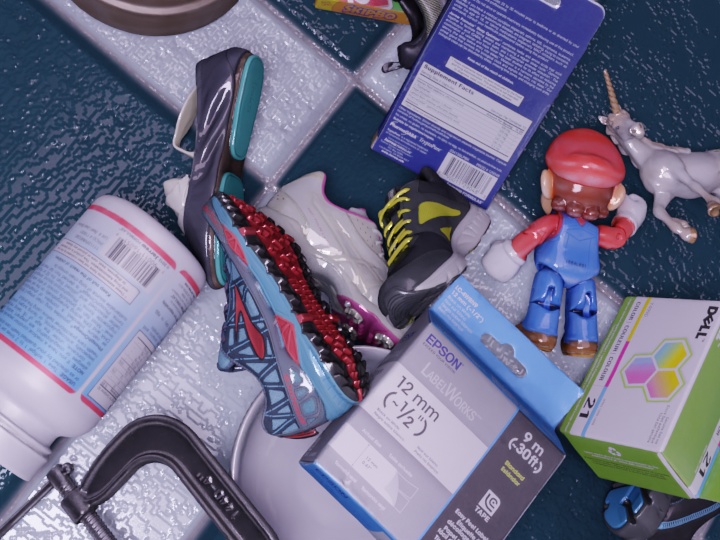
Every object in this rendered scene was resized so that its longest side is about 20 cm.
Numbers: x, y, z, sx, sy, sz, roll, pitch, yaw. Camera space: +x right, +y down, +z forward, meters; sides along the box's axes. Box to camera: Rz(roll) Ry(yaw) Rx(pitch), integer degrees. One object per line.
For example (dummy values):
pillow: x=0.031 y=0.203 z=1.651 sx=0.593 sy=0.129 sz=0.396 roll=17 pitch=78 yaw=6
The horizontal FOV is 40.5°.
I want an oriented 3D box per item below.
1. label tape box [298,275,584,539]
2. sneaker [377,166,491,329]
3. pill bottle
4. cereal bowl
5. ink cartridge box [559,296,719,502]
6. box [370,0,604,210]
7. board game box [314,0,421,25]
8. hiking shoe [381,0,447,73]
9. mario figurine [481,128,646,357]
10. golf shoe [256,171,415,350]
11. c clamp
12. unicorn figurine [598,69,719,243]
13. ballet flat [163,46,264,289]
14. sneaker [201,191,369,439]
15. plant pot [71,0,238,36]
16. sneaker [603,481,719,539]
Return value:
label tape box: x=0.072 y=0.116 z=0.729 sx=0.143 sy=0.066 sz=0.200 roll=43 pitch=74 yaw=-2
sneaker: x=0.042 y=-0.022 z=0.791 sx=0.085 sy=0.200 sz=0.074 roll=44 pitch=117 yaw=-2
pill bottle: x=-0.215 y=0.050 z=0.733 sx=0.108 sy=0.109 sz=0.201 roll=38 pitch=73 yaw=-4
cereal bowl: x=-0.009 y=0.162 z=0.775 sx=0.197 sy=0.083 sz=0.204 roll=3 pitch=79 yaw=-14
ink cartridge box: x=0.284 y=0.103 z=0.787 sx=0.076 sy=0.199 sz=0.149 roll=46 pitch=65 yaw=-29
box: x=0.106 y=-0.163 z=0.829 sx=0.120 sy=0.201 sz=0.033 roll=27 pitch=29 yaw=-7
board game box: x=0.059 y=-0.276 z=0.909 sx=0.197 sy=0.030 sz=0.097 roll=8 pitch=78 yaw=-15
hiking shoe: x=0.072 y=-0.266 z=0.851 sx=0.099 sy=0.076 sz=0.204 roll=7 pitch=91 yaw=-15
mario figurine: x=0.185 y=-0.027 z=0.878 sx=0.123 sy=0.105 sz=0.203 roll=14 pitch=85 yaw=-47
golf shoe: x=0.000 y=0.000 z=0.816 sx=0.200 sy=0.075 sz=0.092 roll=43 pitch=69 yaw=-4
c clamp: x=-0.155 y=0.203 z=0.720 sx=0.200 sy=0.027 sz=0.171 roll=41 pitch=94 yaw=14
unicorn figurine: x=0.304 y=-0.091 z=0.904 sx=0.198 sy=0.074 sz=0.138 roll=12 pitch=37 yaw=-31
ballet flat: x=-0.125 y=-0.086 z=0.810 sx=0.072 sy=0.073 sz=0.203 roll=8 pitch=83 yaw=-12
sneaker: x=-0.080 y=0.032 z=0.715 sx=0.095 sy=0.079 sz=0.201 roll=-39 pitch=64 yaw=15
plant pot: x=-0.165 y=-0.320 z=0.785 sx=0.197 sy=0.173 sz=0.203 roll=3 pitch=77 yaw=-14
sneaker: x=0.295 y=0.166 z=0.865 sx=0.082 sy=0.073 sz=0.201 roll=42 pitch=80 yaw=-16
